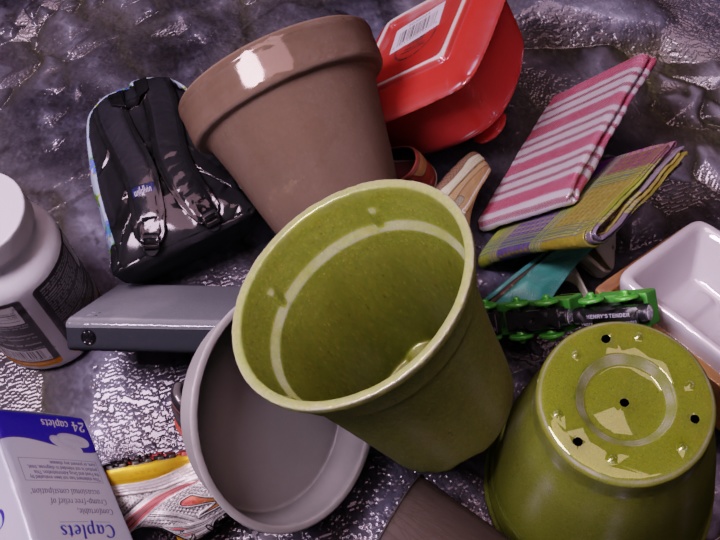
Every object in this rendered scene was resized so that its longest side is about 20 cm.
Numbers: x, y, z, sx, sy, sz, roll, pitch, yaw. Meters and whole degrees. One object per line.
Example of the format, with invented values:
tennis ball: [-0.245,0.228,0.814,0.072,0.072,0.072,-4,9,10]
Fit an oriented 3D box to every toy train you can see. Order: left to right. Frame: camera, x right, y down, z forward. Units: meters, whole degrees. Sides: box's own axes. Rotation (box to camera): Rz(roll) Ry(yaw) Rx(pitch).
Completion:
toy train: [0.163,0.039,0.847,0.199,0.056,0.042,-6,97,38]

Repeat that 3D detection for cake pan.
cake pan: [-0.068,0.114,0.809,0.037,0.200,0.201,-4,51,45]

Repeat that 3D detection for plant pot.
plant pot: [-0.046,-0.114,0.916,0.199,0.200,0.176,-25,87,-9]
plant pot: [0.031,0.062,0.771,0.199,0.184,0.201,-18,48,21]
plant pot: [0.201,0.140,0.781,0.199,0.193,0.202,-3,59,4]

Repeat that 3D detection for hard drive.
hard drive: [-0.156,0.045,0.922,0.198,0.140,0.033,1,103,7]

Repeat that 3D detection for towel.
towel: [0.209,-0.124,0.979,0.030,0.146,0.201,40,67,-15]
towel: [0.202,-0.058,0.919,0.144,0.200,0.023,-44,103,-22]

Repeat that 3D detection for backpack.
backpack: [-0.208,-0.103,1.013,0.162,0.154,0.201,-26,81,-4]

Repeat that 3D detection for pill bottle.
pill bottle: [-0.325,0.003,0.917,0.115,0.200,0.117,-2,58,4]

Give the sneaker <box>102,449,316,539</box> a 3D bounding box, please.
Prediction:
sneaker: [-0.137,0.198,0.865,0.198,0.078,0.083,-9,86,-5]

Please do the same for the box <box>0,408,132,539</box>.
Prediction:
box: [-0.286,0.248,0.782,0.184,0.105,0.201,-43,60,16]

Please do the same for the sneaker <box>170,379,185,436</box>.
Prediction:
sneaker: [-0.082,0.106,0.897,0.199,0.082,0.077,-19,59,-5]

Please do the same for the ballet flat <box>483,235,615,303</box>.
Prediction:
ballet flat: [0.205,-0.006,0.952,0.200,0.067,0.070,-43,88,-18]

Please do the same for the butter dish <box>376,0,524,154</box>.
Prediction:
butter dish: [0.099,-0.195,1.029,0.199,0.148,0.200,-17,41,44]

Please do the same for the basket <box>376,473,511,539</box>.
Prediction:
basket: [0.096,0.279,0.748,0.199,0.137,0.181,25,47,15]

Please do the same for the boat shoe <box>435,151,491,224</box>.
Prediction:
boat shoe: [0.082,-0.027,0.976,0.076,0.072,0.200,35,75,8]

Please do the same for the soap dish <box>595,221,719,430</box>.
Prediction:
soap dish: [0.324,0.057,0.860,0.157,0.082,0.200,-29,57,-35]

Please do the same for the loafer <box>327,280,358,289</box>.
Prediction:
loafer: [0.000,0.000,0.886,0.199,0.073,0.071,1,62,-28]

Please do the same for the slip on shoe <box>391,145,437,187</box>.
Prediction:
slip on shoe: [-0.020,-0.097,1.020,0.198,0.061,0.075,-4,60,13]
